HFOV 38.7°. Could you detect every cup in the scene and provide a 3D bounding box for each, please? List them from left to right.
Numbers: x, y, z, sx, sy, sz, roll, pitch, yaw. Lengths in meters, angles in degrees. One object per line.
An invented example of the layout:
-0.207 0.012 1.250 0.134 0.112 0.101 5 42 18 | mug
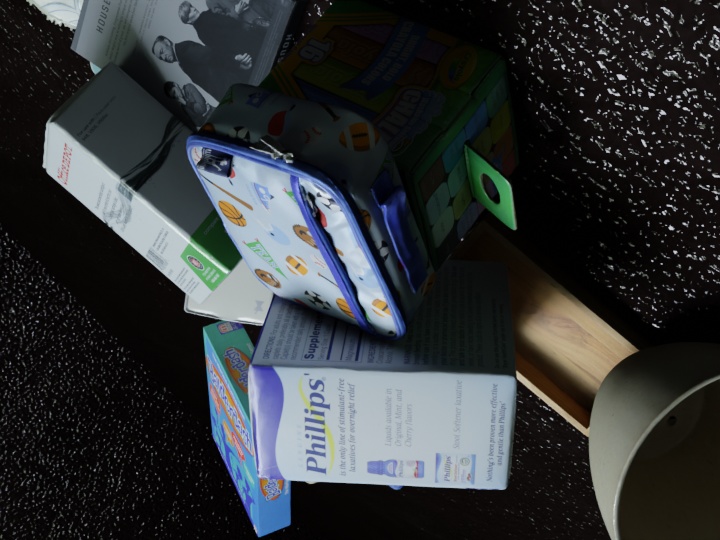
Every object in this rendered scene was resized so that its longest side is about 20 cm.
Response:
0.262 0.137 0.818 0.201 0.200 0.143 48 -176 -24 | cup

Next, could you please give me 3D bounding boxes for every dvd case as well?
-0.154 -0.210 0.880 0.199 0.025 0.151 34 119 16 | dvd case

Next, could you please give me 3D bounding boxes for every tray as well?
0.160 0.047 0.915 0.199 0.037 0.099 39 120 -1 | tray

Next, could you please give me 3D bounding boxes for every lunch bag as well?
-0.029 -0.039 0.726 0.159 0.076 0.201 22 154 33 | lunch bag

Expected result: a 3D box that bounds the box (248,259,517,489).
0.023 0.076 0.832 0.197 0.184 0.106 2 116 5 | box

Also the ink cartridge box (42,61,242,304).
-0.186 -0.075 0.938 0.200 0.083 0.146 41 159 -7 | ink cartridge box

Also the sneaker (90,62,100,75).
-0.181 -0.156 0.991 0.198 0.082 0.074 27 134 0 | sneaker

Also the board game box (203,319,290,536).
-0.124 0.174 1.135 0.153 0.044 0.202 56 154 39 | board game box

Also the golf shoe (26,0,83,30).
-0.256 -0.275 1.026 0.199 0.079 0.097 36 144 -7 | golf shoe

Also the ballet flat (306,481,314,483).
-0.052 0.195 1.135 0.069 0.070 0.200 44 165 -14 | ballet flat

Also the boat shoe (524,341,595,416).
0.230 0.119 0.981 0.200 0.072 0.065 49 145 -13 | boat shoe

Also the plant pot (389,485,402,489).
0.020 0.105 1.154 0.199 0.180 0.200 35 164 10 | plant pot

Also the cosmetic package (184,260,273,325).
-0.106 0.006 1.145 0.102 0.089 0.200 9 -176 14 | cosmetic package

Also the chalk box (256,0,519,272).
0.039 -0.097 0.769 0.199 0.124 0.125 28 157 27 | chalk box
